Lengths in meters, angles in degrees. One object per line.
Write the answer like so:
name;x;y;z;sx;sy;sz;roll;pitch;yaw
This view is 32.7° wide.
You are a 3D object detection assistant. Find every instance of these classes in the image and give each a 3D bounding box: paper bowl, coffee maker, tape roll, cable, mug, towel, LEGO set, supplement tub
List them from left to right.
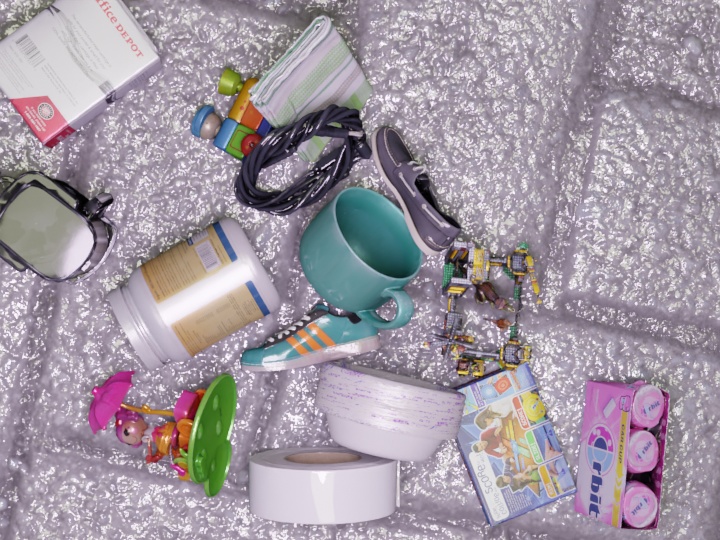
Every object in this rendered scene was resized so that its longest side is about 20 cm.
coffee maker;-0.426;-0.060;1.610;0.191;0.200;0.135;16;88;-4
supplement tub;-0.223;0.033;1.654;0.199;0.145;0.145;-29;93;-4
cable;-0.080;-0.145;1.662;0.199;0.163;0.051;-26;65;-3
towel;-0.058;-0.236;1.646;0.149;0.200;0.031;-47;62;-2
tape roll;-0.049;0.284;1.642;0.201;0.202;0.071;0;90;-4
mug;-0.008;-0.008;1.656;0.152;0.186;0.114;28;131;-23
paper bowl;0.036;0.192;1.647;0.200;0.201;0.105;12;88;-4
LEGO set;0.175;0.044;1.684;0.153;0.116;0.201;14;78;-1

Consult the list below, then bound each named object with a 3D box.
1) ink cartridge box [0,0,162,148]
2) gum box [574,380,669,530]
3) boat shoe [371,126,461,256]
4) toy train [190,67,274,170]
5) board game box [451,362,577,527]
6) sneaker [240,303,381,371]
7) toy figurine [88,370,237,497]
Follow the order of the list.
ink cartridge box;-0.388;-0.283;1.670;0.200;0.083;0.145;-37;93;-4
gum box;0.364;0.249;1.711;0.066;0.113;0.201;5;90;-23
boat shoe;0.081;-0.120;1.691;0.063;0.073;0.201;-36;70;37
toy train;-0.144;-0.248;1.697;0.115;0.085;0.201;26;88;9
board game box;0.208;0.244;1.744;0.135;0.034;0.201;-21;91;-4
sneaker;-0.074;0.090;1.707;0.199;0.071;0.080;-12;90;-12
toy figurine;-0.278;0.209;1.671;0.183;0.201;0.150;13;46;14
